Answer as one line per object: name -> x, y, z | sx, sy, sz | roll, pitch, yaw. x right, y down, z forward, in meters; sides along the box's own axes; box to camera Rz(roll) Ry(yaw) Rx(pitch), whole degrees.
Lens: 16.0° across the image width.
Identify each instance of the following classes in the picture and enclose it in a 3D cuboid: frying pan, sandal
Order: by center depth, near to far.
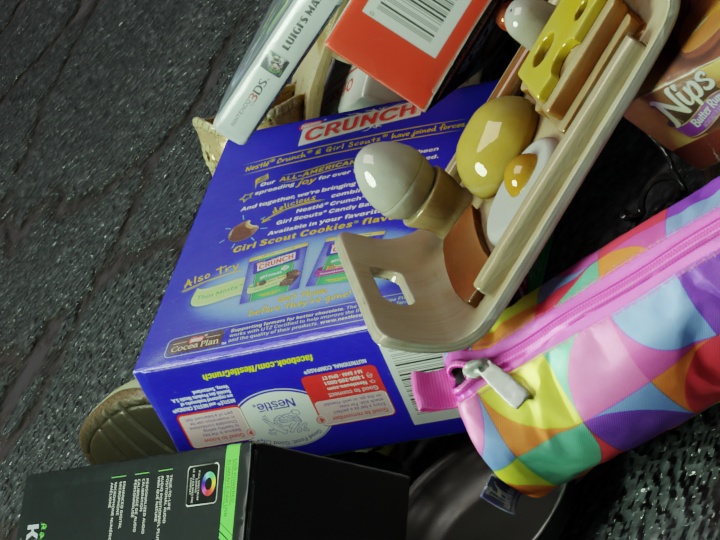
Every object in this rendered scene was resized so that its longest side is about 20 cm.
frying pan -> 0.077, 0.086, 1.141 | 0.190, 0.031, 0.115 | -46, 24, -10
sandal -> -0.056, -0.082, 1.397 | 0.078, 0.069, 0.213 | -147, 76, -74

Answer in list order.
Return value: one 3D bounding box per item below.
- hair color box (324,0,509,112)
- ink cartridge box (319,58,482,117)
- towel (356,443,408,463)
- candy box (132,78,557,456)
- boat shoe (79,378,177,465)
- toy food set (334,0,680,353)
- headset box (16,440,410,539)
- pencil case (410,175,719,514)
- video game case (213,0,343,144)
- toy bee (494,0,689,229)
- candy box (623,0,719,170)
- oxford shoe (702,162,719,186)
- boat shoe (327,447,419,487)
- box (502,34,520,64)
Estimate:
hair color box -> 0.051, -0.147, 1.264 | 0.102, 0.061, 0.200 | -58, -3, 17
ink cartridge box -> 0.023, -0.125, 1.433 | 0.116, 0.067, 0.201 | 146, 139, -66
towel -> -0.021, 0.071, 1.369 | 0.200, 0.023, 0.144 | -25, 37, 50
candy box -> 0.000, 0.000, 1.244 | 0.168, 0.077, 0.200 | -11, 34, 22
boat shoe -> -0.068, 0.063, 1.377 | 0.199, 0.072, 0.076 | -22, 25, 38
toy food set -> 0.056, -0.071, 1.083 | 0.201, 0.060, 0.144 | -59, 15, 12
headset box -> -0.070, 0.175, 1.137 | 0.199, 0.092, 0.175 | -11, 68, 50
pencil case -> 0.123, 0.021, 1.042 | 0.200, 0.088, 0.089 | -32, 30, 25
video game case -> -0.001, -0.180, 1.267 | 0.182, 0.023, 0.200 | -54, 10, 38
toy bee -> 0.121, -0.128, 1.198 | 0.131, 0.108, 0.201 | -44, 35, 38
candy box -> 0.182, -0.150, 1.055 | 0.116, 0.056, 0.201 | -24, 41, 50
oxford shoe -> 0.199, -0.103, 1.123 | 0.058, 0.075, 0.201 | 119, 172, -70
boat shoe -> -0.046, 0.133, 1.269 | 0.200, 0.069, 0.084 | -39, 27, 35
box -> 0.139, -0.182, 1.383 | 0.160, 0.044, 0.200 | -47, 23, 18
